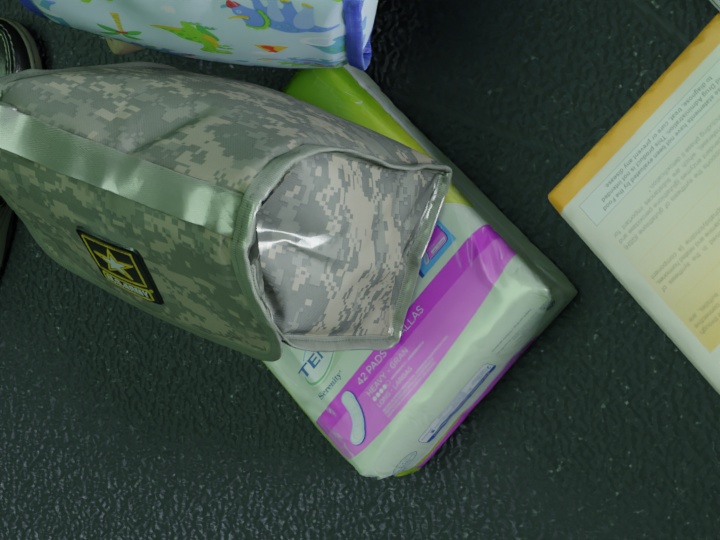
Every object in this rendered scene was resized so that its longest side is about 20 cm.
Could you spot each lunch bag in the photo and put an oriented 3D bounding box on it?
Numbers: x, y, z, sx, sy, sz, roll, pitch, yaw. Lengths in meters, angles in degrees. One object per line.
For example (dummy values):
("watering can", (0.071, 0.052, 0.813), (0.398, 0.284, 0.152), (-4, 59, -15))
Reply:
("lunch bag", (-0.071, -0.160, 0.672), (0.168, 0.200, 0.129), (8, 105, 2))
("lunch bag", (-0.072, -0.033, 0.679), (0.163, 0.199, 0.119), (22, 98, 26))

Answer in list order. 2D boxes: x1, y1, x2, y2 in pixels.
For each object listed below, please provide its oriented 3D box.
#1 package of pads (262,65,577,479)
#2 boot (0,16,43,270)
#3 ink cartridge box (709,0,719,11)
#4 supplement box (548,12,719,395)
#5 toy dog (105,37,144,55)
("package of pads", (0.000, 0.000, 0.790), (0.200, 0.068, 0.155), (48, 110, 21))
("boot", (-0.286, -0.069, 0.900), (0.073, 0.153, 0.206), (20, 100, 27))
("ink cartridge box", (0.247, -0.138, 0.616), (0.145, 0.083, 0.201), (-51, 58, 30))
("supplement box", (0.205, -0.007, 0.672), (0.126, 0.073, 0.201), (-46, 69, 21))
("toy dog", (-0.127, -0.222, 0.834), (0.200, 0.131, 0.097), (50, 151, 12))
